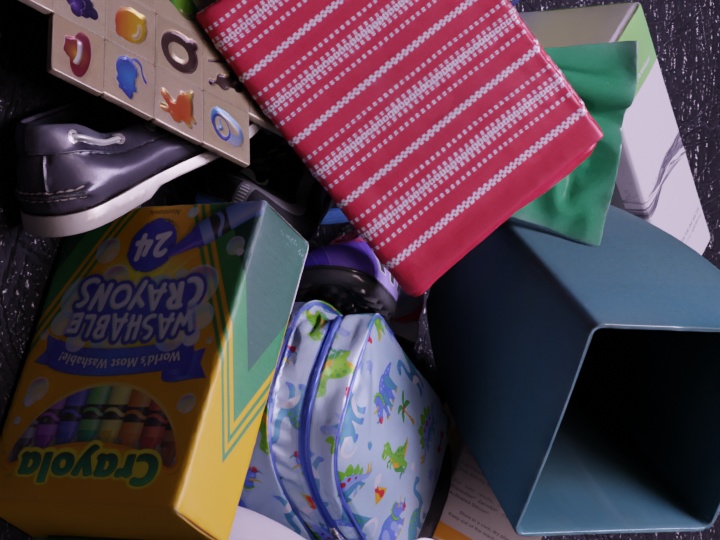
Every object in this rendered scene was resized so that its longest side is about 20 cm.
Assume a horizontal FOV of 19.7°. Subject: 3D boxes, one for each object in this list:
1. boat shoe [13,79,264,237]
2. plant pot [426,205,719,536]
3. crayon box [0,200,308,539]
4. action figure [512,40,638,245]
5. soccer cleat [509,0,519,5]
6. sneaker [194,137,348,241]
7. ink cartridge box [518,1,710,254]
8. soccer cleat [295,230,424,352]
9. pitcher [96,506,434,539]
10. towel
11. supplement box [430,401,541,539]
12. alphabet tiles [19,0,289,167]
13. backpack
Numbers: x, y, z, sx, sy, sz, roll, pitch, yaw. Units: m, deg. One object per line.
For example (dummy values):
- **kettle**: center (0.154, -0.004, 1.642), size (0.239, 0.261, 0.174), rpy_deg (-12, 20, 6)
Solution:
- **boat shoe**: center (-0.112, -0.085, 1.097), size (0.200, 0.072, 0.063), rpy_deg (-40, 125, -47)
- **plant pot**: center (0.129, 0.039, 1.236), size (0.140, 0.200, 0.142), rpy_deg (3, 121, -28)
- **crayon box**: center (-0.111, 0.065, 1.037), size (0.052, 0.125, 0.201), rpy_deg (44, 52, -48)
- **action figure**: center (0.050, -0.088, 1.174), size (0.055, 0.198, 0.119), rpy_deg (-149, -112, -77)
- **soccer cleat**: center (0.072, -0.218, 1.363), size (0.065, 0.084, 0.200), rpy_deg (52, 10, 15)
- **sneaker**: center (-0.032, -0.061, 1.206), size (0.199, 0.071, 0.083), rpy_deg (-30, 150, -61)
- **ink cartridge box**: center (0.145, -0.076, 1.451), size (0.084, 0.144, 0.201), rpy_deg (-55, 133, -44)
- **soccer cleat**: center (0.000, 0.000, 1.246), size (0.200, 0.068, 0.074), rpy_deg (41, 57, -75)
- **pitcher**: center (-0.052, 0.204, 1.058), size (0.121, 0.198, 0.173), rpy_deg (-39, 127, -54)
- **towel**: center (0.025, -0.103, 1.126), size (0.144, 0.022, 0.200), rpy_deg (-39, 104, -4)
- **supplement box**: center (0.083, 0.134, 1.347), size (0.073, 0.126, 0.201), rpy_deg (29, 53, -4)
- **alphabet tiles**: center (-0.109, -0.148, 1.090), size (0.199, 0.006, 0.168), rpy_deg (25, 50, -40)
- **backpack**: center (-0.024, 0.099, 1.186), size (0.200, 0.153, 0.164), rpy_deg (48, 53, -33)
